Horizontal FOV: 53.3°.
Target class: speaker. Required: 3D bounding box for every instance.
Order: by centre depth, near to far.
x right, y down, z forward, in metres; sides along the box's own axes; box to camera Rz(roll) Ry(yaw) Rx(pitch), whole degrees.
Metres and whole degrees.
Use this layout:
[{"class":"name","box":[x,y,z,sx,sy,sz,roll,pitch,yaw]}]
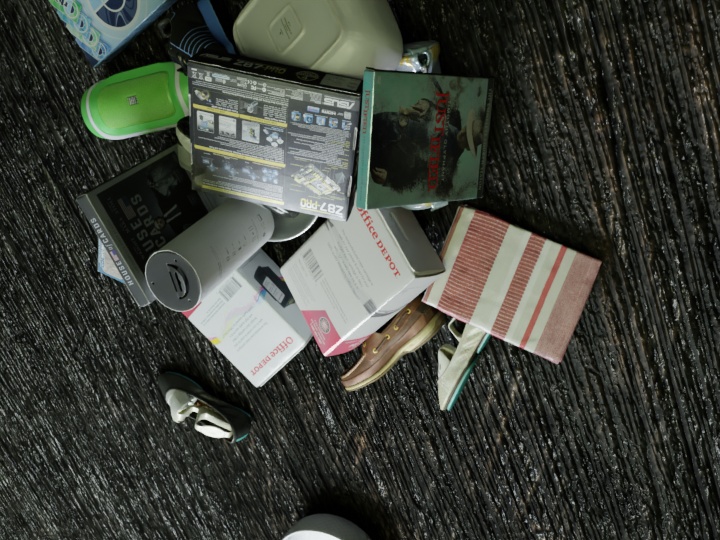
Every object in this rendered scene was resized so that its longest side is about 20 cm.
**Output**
[{"class":"speaker","box":[-0.187,-0.029,0.921,0.080,0.200,0.083,9,120,17]},{"class":"speaker","box":[-0.294,-0.239,1.006,0.196,0.089,0.090,-6,114,25]}]

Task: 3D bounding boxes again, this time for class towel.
[{"class":"towel","box":[0.196,0.016,0.939,0.197,0.023,0.146,24,99,11]}]

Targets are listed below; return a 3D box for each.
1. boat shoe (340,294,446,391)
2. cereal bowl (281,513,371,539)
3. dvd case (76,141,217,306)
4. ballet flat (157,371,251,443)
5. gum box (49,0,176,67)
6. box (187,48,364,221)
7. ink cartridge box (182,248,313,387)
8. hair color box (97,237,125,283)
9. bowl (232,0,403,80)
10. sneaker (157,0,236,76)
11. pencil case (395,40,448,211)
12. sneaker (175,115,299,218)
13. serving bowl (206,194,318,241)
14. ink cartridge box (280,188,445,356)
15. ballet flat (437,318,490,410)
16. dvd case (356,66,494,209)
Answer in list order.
[{"class":"boat shoe","box":[0.037,0.104,1.059,0.068,0.072,0.200,48,118,-1]},{"class":"cereal bowl","box":[-0.047,0.518,1.301,0.196,0.083,0.204,10,120,17]},{"class":"dvd case","box":[-0.258,-0.067,0.932,0.024,0.200,0.152,-17,109,30]},{"class":"ballet flat","box":[-0.286,0.243,1.266,0.197,0.069,0.069,24,124,10]},{"class":"gum box","box":[-0.341,-0.404,0.963,0.198,0.045,0.171,-26,104,31]},{"class":"box","box":[-0.097,-0.152,0.820,0.196,0.049,0.164,12,125,6]},{"class":"ink cartridge box","box":[-0.175,0.058,1.112,0.200,0.083,0.145,46,123,-5]},{"class":"hair color box","box":[-0.287,-0.074,1.020,0.060,0.200,0.101,21,122,11]},{"class":"bowl","box":[-0.065,-0.273,0.843,0.199,0.074,0.203,-35,71,30]},{"class":"sneaker","box":[-0.195,-0.262,0.899,0.077,0.202,0.071,-25,146,-5]},{"class":"pencil case","box":[0.070,-0.178,0.882,0.090,0.082,0.204,23,131,50]},{"class":"sneaker","box":[-0.158,-0.126,0.944,0.198,0.074,0.080,33,134,11]},{"class":"serving bowl","box":[-0.127,-0.146,0.995,0.196,0.066,0.204,10,120,17]},{"class":"ink cartridge box","box":[0.000,0.000,0.977,0.200,0.082,0.148,-42,69,34]},{"class":"ballet flat","box":[0.146,0.107,1.020,0.062,0.067,0.202,32,115,16]},{"class":"dvd case","box":[0.078,-0.150,0.820,0.022,0.198,0.149,19,111,45]}]
